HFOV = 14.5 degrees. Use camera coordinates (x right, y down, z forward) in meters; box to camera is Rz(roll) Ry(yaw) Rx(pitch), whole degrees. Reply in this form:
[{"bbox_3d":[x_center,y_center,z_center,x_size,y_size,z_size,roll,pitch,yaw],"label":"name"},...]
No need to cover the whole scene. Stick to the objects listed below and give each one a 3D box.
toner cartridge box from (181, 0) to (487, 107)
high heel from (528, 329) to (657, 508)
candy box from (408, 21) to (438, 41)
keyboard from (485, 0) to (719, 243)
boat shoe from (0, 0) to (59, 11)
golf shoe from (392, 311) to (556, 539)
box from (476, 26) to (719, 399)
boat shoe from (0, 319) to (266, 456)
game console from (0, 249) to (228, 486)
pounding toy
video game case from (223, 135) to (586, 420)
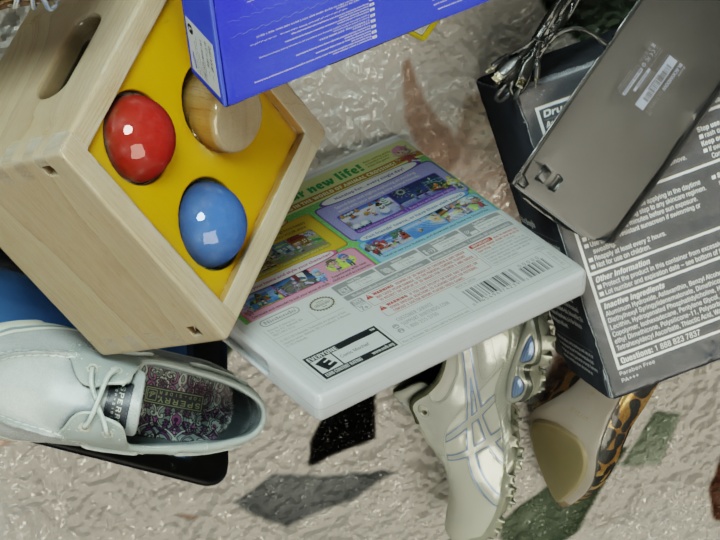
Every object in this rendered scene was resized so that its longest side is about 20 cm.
[{"bbox_3d":[0.000,-0.168,1.508,0.199,0.043,0.095,-23,134,-20],"label":"toner cartridge box"},{"bbox_3d":[0.187,0.074,1.924,0.142,0.071,0.201,-30,146,-27],"label":"high heel"},{"bbox_3d":[0.053,-0.234,1.650,0.102,0.026,0.200,24,111,-35],"label":"candy box"},{"bbox_3d":[0.151,-0.125,1.648,0.127,0.021,0.200,36,89,-18],"label":"keyboard"},{"bbox_3d":[-0.175,-0.174,1.464,0.200,0.072,0.072,-42,150,-21],"label":"boat shoe"},{"bbox_3d":[0.065,0.097,1.884,0.097,0.078,0.201,6,117,-8],"label":"golf shoe"},{"bbox_3d":[0.201,-0.055,1.736,0.199,0.123,0.199,-19,101,-7],"label":"box"},{"bbox_3d":[-0.144,0.070,1.633,0.200,0.071,0.070,7,90,-33],"label":"boat shoe"},{"bbox_3d":[-0.138,0.011,1.685,0.199,0.118,0.171,17,116,-33],"label":"game console"},{"bbox_3d":[-0.109,-0.093,1.573,0.142,0.201,0.184,-8,135,40],"label":"pounding toy"},{"bbox_3d":[0.000,0.000,1.663,0.199,0.182,0.022,-25,133,-30],"label":"video game case"}]
